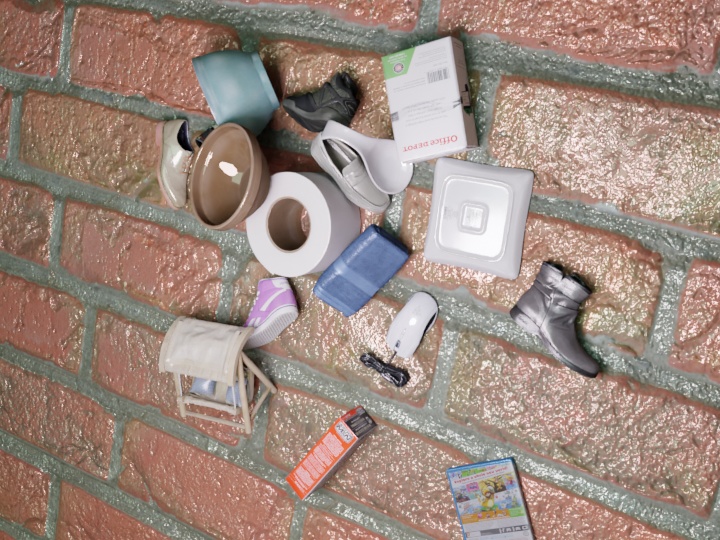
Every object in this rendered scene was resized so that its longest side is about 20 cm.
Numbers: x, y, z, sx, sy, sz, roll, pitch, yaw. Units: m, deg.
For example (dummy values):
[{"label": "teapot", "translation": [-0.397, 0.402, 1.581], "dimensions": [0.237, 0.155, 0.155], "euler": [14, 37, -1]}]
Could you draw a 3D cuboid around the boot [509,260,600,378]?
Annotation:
[{"label": "boot", "translation": [0.375, 0.086, 1.409], "dimensions": [0.199, 0.070, 0.133], "euler": [40, 106, 13]}]

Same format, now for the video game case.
[{"label": "video game case", "translation": [0.258, 0.476, 1.535], "dimensions": [0.140, 0.018, 0.205], "euler": [-16, 88, 28]}]

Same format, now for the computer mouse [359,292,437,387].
[{"label": "computer mouse", "translation": [0.083, 0.133, 1.572], "dimensions": [0.109, 0.044, 0.203], "euler": [36, 110, 20]}]

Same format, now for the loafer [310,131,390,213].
[{"label": "loafer", "translation": [-0.018, -0.194, 1.553], "dimensions": [0.199, 0.070, 0.070], "euler": [41, 68, 1]}]

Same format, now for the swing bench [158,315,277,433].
[{"label": "swing bench", "translation": [-0.311, 0.218, 1.688], "dimensions": [0.194, 0.131, 0.204], "euler": [6, 131, 27]}]

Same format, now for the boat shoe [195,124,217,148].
[{"label": "boat shoe", "translation": [-0.283, -0.223, 1.693], "dimensions": [0.062, 0.074, 0.203], "euler": [-34, 72, -15]}]

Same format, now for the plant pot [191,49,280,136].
[{"label": "plant pot", "translation": [-0.244, -0.367, 1.616], "dimensions": [0.131, 0.200, 0.204], "euler": [-24, 84, 0]}]

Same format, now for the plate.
[{"label": "plate", "translation": [0.216, -0.100, 1.486], "dimensions": [0.195, 0.032, 0.206], "euler": [13, 102, 26]}]

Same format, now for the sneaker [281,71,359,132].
[{"label": "sneaker", "translation": [-0.073, -0.341, 1.588], "dimensions": [0.197, 0.076, 0.116], "euler": [19, 71, 47]}]

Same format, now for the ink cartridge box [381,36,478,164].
[{"label": "ink cartridge box", "translation": [0.131, -0.313, 1.475], "dimensions": [0.143, 0.084, 0.206], "euler": [-8, 92, 27]}]

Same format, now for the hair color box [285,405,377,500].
[{"label": "hair color box", "translation": [-0.061, 0.379, 1.639], "dimensions": [0.061, 0.101, 0.201], "euler": [46, 112, 14]}]

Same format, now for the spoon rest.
[{"label": "spoon rest", "translation": [0.020, -0.221, 1.503], "dimensions": [0.101, 0.197, 0.060], "euler": [-65, 23, -6]}]

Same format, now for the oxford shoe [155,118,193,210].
[{"label": "oxford shoe", "translation": [-0.411, -0.240, 1.767], "dimensions": [0.072, 0.070, 0.206], "euler": [-7, 93, 24]}]

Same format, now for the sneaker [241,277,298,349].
[{"label": "sneaker", "translation": [-0.212, 0.088, 1.713], "dimensions": [0.199, 0.072, 0.117], "euler": [-36, 60, 31]}]

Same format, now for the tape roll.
[{"label": "tape roll", "translation": [-0.114, -0.096, 1.593], "dimensions": [0.198, 0.138, 0.209], "euler": [4, 98, 26]}]

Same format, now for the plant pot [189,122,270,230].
[{"label": "plant pot", "translation": [-0.238, -0.174, 1.525], "dimensions": [0.198, 0.091, 0.207], "euler": [-10, 76, 42]}]

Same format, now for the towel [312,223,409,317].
[{"label": "towel", "translation": [0.000, 0.000, 1.573], "dimensions": [0.111, 0.049, 0.200], "euler": [34, 118, -22]}]
